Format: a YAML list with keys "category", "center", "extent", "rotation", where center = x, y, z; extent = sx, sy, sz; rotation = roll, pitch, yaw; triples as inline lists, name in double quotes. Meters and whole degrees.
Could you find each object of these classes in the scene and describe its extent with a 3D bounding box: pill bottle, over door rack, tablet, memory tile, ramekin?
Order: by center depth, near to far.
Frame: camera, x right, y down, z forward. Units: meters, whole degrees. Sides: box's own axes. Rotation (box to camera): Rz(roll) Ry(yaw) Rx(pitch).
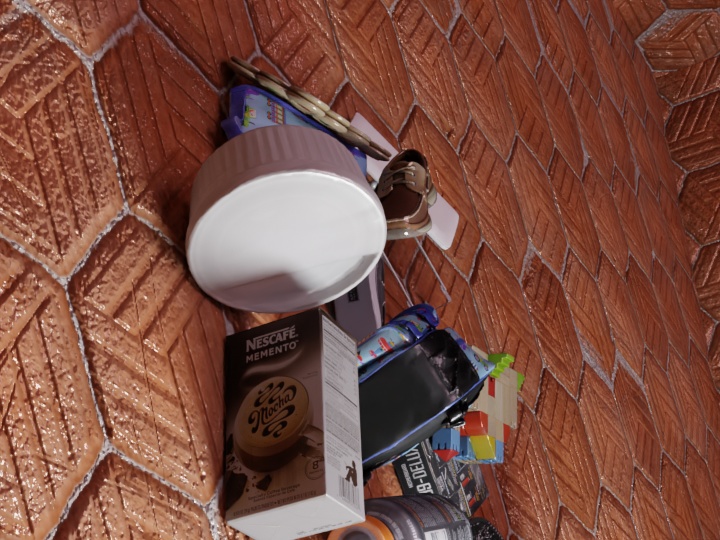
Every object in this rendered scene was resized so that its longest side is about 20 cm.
- category: "ramekin"
  center: [-0.079, -0.056, 1.386]
  extent: [0.202, 0.202, 0.094]
  rotation: [47, 21, -45]
- category: "pill bottle"
  center: [0.037, 0.293, 1.487]
  extent: [0.200, 0.106, 0.106]
  rotation: [14, 60, -63]
- category: "memory tile"
  center: [-0.059, -0.184, 1.615]
  extent: [0.017, 0.153, 0.200]
  rotation: [-60, 146, 1]
- category: "tablet"
  center: [0.054, -0.120, 1.837]
  extent: [0.200, 0.014, 0.130]
  rotation: [45, 23, -10]
- category: "over door rack"
  center: [0.067, -0.033, 1.848]
  extent: [0.148, 0.066, 0.200]
  rotation: [-21, 92, -66]

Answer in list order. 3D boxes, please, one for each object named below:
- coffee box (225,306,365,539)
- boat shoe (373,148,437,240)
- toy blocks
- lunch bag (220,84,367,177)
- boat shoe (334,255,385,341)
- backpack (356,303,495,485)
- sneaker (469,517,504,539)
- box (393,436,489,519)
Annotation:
- category: "coffee box"
  center: [-0.065, 0.150, 1.353]
  extent: [0.080, 0.113, 0.200]
  rotation: [43, 35, -49]
- category: "boat shoe"
  center: [0.045, -0.089, 1.604]
  extent: [0.200, 0.076, 0.072]
  rotation: [-76, 158, -69]
- category: "toy blocks"
  center: [0.143, 0.177, 1.724]
  extent: [0.200, 0.100, 0.137]
  rotation: [31, 57, -58]
- category: "lunch bag"
  center: [-0.082, -0.109, 1.549]
  extent: [0.200, 0.094, 0.151]
  rotation: [42, 36, -41]
- category: "boat shoe"
  center: [0.000, 0.000, 1.660]
  extent: [0.066, 0.070, 0.201]
  rotation: [13, 69, -76]
- category: "backpack"
  center: [0.050, 0.124, 1.544]
  extent: [0.135, 0.182, 0.200]
  rotation: [56, 25, 3]
- category: "sneaker"
  center: [0.164, 0.411, 1.724]
  extent: [0.200, 0.060, 0.104]
  rotation: [64, -24, 16]
- category: "box"
  center: [0.088, 0.216, 1.730]
  extent: [0.158, 0.050, 0.200]
  rotation: [-28, 99, -67]
